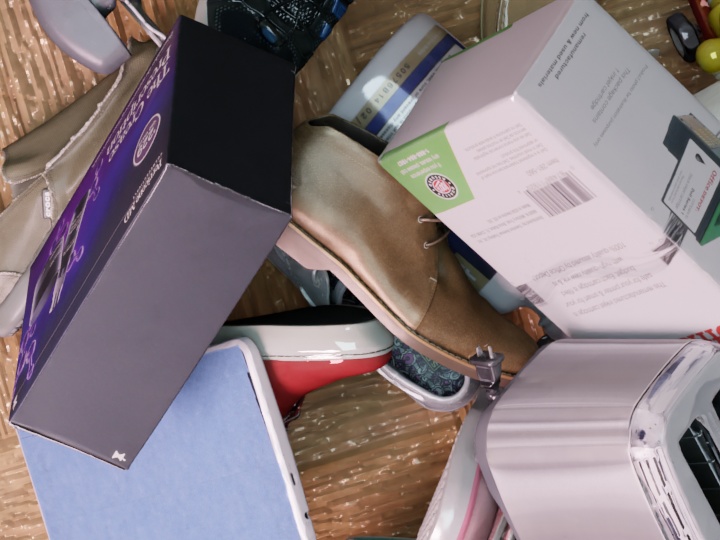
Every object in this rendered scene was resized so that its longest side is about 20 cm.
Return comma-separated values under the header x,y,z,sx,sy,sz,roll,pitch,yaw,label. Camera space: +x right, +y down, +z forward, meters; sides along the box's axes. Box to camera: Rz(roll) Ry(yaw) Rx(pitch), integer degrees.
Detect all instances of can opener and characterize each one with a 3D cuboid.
x,y,z,sx,sy,sz,roll,pitch,yaw,label
-0.109,-0.104,1.563,0.067,0.053,0.200,-40,95,0,can opener

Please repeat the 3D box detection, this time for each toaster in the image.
x,y,z,sx,sy,sz,roll,pitch,yaw,label
0.153,0.112,1.461,0.114,0.129,0.200,-45,116,-38,toaster

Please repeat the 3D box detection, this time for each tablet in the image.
x,y,z,sx,sy,sz,roll,pitch,yaw,label
-0.115,0.120,1.578,0.200,0.014,0.131,-17,89,39,tablet

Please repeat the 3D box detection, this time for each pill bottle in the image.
x,y,z,sx,sy,sz,roll,pitch,yaw,label
0.075,-0.046,1.589,0.200,0.111,0.111,40,90,1,pill bottle

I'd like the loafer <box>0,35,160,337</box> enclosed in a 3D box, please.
x,y,z,sx,sy,sz,roll,pitch,yaw,label
-0.178,-0.059,1.608,0.070,0.075,0.200,33,89,-2,loafer

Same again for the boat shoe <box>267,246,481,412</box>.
x,y,z,sx,sy,sz,roll,pitch,yaw,label
0.000,0.001,1.608,0.070,0.072,0.201,-43,89,0,boat shoe

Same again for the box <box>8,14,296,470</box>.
x,y,z,sx,sy,sz,roll,pitch,yaw,label
-0.112,-0.014,1.484,0.079,0.141,0.200,21,125,-19,box

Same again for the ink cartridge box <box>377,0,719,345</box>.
x,y,z,sx,sy,sz,roll,pitch,yaw,label
0.132,-0.038,1.462,0.200,0.146,0.084,42,62,-15,ink cartridge box

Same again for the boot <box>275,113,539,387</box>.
x,y,z,sx,sy,sz,roll,pitch,yaw,label
0.031,-0.009,1.524,0.200,0.074,0.076,37,104,-10,boot

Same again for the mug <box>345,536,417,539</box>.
x,y,z,sx,sy,sz,roll,pitch,yaw,label
0.046,0.214,1.564,0.184,0.152,0.115,4,87,4,mug

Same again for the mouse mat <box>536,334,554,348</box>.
x,y,z,sx,sy,sz,roll,pitch,yaw,label
0.223,0.061,1.640,0.200,0.008,0.161,-33,89,1,mouse mat

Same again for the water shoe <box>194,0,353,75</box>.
x,y,z,sx,sy,sz,roll,pitch,yaw,label
-0.029,-0.175,1.559,0.071,0.079,0.200,42,49,-16,water shoe

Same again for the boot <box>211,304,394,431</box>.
x,y,z,sx,sy,sz,roll,pitch,yaw,label
-0.055,0.098,1.577,0.200,0.072,0.145,-10,90,37,boot

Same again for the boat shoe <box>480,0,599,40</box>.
x,y,z,sx,sy,sz,roll,pitch,yaw,label
0.112,-0.189,1.614,0.071,0.065,0.201,8,89,0,boat shoe

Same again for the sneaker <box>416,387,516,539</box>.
x,y,z,sx,sy,sz,roll,pitch,yaw,label
0.096,0.125,1.542,0.104,0.200,0.076,24,109,5,sneaker

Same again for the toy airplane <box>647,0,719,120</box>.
x,y,z,sx,sy,sz,roll,pitch,yaw,label
0.242,-0.117,1.542,0.198,0.141,0.201,13,67,19,toy airplane
